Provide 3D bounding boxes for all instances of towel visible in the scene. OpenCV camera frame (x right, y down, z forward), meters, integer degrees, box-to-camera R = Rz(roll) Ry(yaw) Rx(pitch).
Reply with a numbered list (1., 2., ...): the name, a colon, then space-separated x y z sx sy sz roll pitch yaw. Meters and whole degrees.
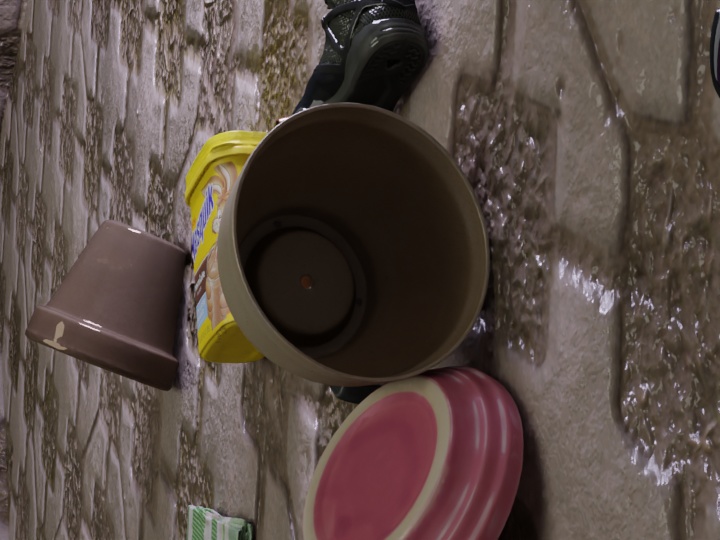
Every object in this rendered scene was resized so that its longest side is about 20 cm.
1. towel: -0.157 0.341 1.687 0.200 0.023 0.155 176 97 -68

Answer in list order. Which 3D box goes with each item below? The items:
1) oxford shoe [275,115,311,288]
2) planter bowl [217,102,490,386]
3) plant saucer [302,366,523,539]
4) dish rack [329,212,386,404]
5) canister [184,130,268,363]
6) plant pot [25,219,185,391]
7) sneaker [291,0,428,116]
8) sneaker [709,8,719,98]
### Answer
1. oxford shoe: -0.059 -0.030 1.280 0.071 0.070 0.203 -172 87 -66
2. planter bowl: -0.023 -0.005 1.128 0.135 0.198 0.203 148 123 -61
3. plant saucer: 0.026 0.151 1.070 0.200 0.051 0.202 -37 34 30
4. dish rack: 0.000 0.000 1.288 0.154 0.054 0.202 -130 49 -59
5. canister: -0.124 -0.021 1.575 0.149 0.085 0.203 134 134 -60
6. plant pot: -0.300 0.037 1.933 0.176 0.198 0.200 -69 20 -6
7. sneaker: -0.007 -0.182 1.310 0.200 0.075 0.116 129 142 -52
8. sneaker: 0.226 -0.134 0.685 0.088 0.074 0.201 -114 35 -42
